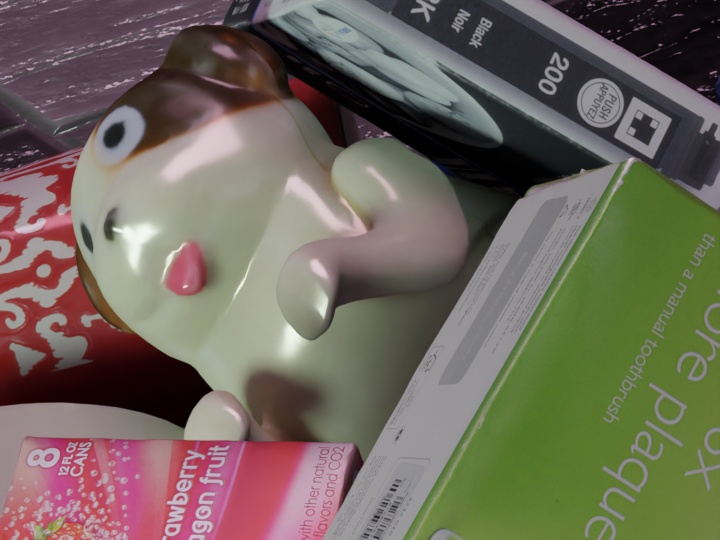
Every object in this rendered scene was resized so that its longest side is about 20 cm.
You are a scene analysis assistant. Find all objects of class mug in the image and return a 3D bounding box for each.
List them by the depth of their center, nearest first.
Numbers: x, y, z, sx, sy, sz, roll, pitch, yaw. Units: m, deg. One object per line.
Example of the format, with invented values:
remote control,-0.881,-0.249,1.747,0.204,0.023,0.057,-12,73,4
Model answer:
mug,-0.088,0.015,1.061,0.199,0.134,0.178,-14,23,4

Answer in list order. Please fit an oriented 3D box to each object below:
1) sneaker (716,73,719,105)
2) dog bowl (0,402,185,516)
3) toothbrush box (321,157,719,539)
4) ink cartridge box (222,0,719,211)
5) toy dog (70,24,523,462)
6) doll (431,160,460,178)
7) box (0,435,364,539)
sneaker,0.205,-0.094,1.216,0.090,0.075,0.200,3,28,18
dog bowl,-0.128,0.125,0.906,0.199,0.079,0.200,-9,26,5
toothbrush box,0.098,0.088,0.671,0.146,0.200,0.086,-58,11,-10
ink cartridge box,0.059,-0.053,0.943,0.199,0.044,0.198,28,-4,-10
toy dog,0.000,0.000,0.920,0.199,0.140,0.194,27,36,-4
doll,0.082,-0.045,1.198,0.136,0.049,0.200,-15,25,-5
box,-0.054,0.149,0.721,0.099,0.096,0.201,0,52,17
